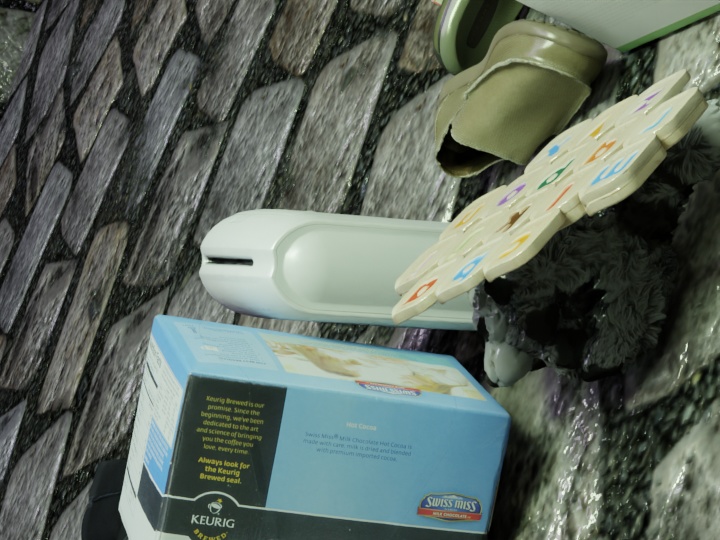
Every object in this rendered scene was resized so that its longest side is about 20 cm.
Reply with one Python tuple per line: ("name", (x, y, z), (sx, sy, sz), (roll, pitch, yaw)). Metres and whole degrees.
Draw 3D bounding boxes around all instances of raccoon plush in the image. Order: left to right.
("raccoon plush", (0.144, -0.008, 1.310), (0.200, 0.097, 0.134), (-38, 6, -2))

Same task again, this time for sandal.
("sandal", (0.119, -0.226, 1.599), (0.057, 0.080, 0.202), (29, 99, 43))

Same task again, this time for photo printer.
("photo printer", (0.000, 0.000, 1.449), (0.166, 0.199, 0.070), (-177, 91, -69))

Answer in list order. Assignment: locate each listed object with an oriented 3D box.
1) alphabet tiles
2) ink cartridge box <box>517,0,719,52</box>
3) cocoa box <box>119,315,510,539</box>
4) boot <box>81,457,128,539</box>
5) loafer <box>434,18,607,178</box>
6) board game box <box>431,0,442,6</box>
("alphabet tiles", (0.103, -0.040, 1.249), (0.200, 0.015, 0.196), (-27, 14, 48))
("ink cartridge box", (0.117, -0.200, 1.356), (0.145, 0.199, 0.048), (-17, 54, 65))
("cocoa box", (-0.031, 0.116, 1.350), (0.133, 0.199, 0.132), (-136, 56, -70))
("boot", (-0.204, 0.235, 1.939), (0.200, 0.065, 0.166), (-14, 47, 63))
("loafer", (0.103, -0.108, 1.497), (0.200, 0.076, 0.068), (141, 144, -69))
("board game box", (0.102, -0.307, 1.747), (0.201, 0.046, 0.152), (-62, 20, 15))
